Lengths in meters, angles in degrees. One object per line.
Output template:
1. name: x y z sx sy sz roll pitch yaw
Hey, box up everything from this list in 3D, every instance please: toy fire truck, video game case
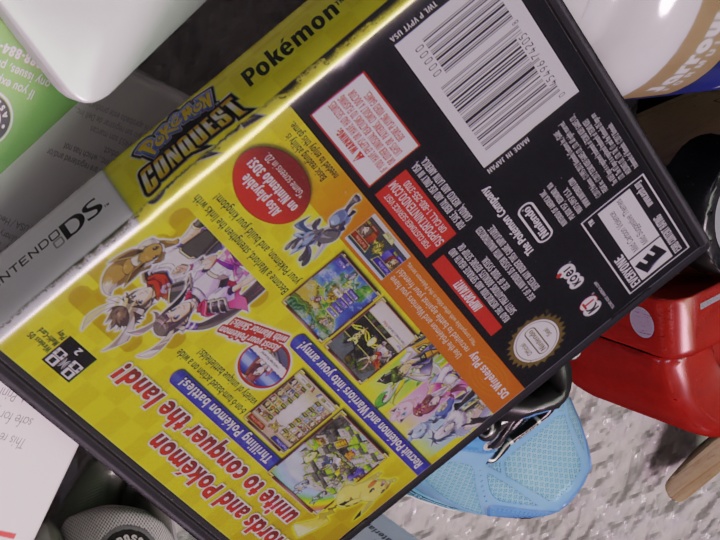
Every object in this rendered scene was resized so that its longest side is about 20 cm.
1. toy fire truck: 0.141 0.018 1.013 0.175 0.128 0.201 -24 118 -35
2. video game case: 0.000 0.000 0.775 0.180 0.026 0.200 -39 146 2

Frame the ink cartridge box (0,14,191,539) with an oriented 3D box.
1. ink cartridge box: -0.133 0.022 0.755 0.117 0.067 0.201 22 95 -51

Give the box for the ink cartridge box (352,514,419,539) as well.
1. ink cartridge box: -0.050 0.190 0.927 0.199 0.084 0.145 -23 128 -35

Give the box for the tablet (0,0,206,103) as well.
1. tablet: -0.048 -0.155 0.724 0.200 0.014 0.130 -47 109 -26

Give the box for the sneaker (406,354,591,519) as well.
1. sneaker: 0.036 0.040 0.922 0.079 0.090 0.200 -52 141 -9

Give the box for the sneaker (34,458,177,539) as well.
1. sneaker: -0.084 0.118 0.787 0.074 0.200 0.089 11 113 -9

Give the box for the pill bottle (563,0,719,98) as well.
1. pill bottle: 0.093 -0.114 0.861 0.199 0.115 0.117 -10 119 -42
